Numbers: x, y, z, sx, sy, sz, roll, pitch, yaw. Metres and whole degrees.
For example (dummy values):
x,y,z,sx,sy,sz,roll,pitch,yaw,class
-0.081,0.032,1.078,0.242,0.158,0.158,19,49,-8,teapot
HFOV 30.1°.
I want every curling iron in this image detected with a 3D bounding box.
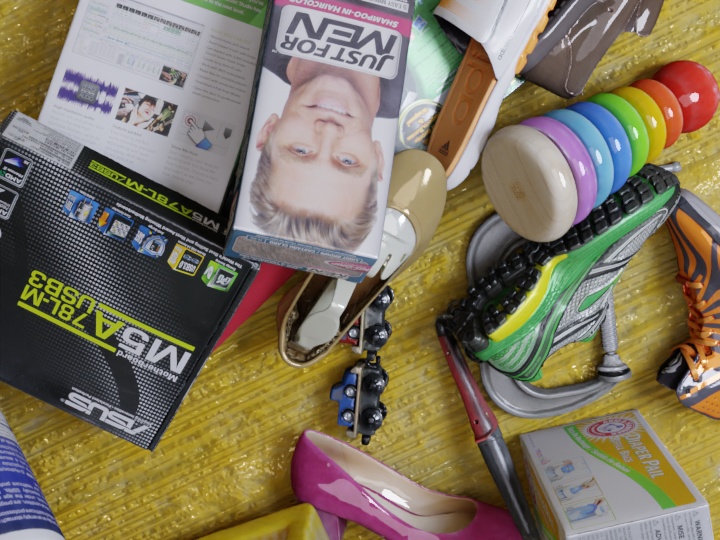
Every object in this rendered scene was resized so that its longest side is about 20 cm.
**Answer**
x,y,z,sx,sy,sz,roll,pitch,yaw,class
0.101,0.121,1.044,0.025,0.049,0.201,-17,91,-29,curling iron

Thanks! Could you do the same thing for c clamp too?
x,y,z,sx,sy,sz,roll,pitch,yaw,class
0.168,0.020,1.047,0.169,0.027,0.202,-3,104,-2,c clamp

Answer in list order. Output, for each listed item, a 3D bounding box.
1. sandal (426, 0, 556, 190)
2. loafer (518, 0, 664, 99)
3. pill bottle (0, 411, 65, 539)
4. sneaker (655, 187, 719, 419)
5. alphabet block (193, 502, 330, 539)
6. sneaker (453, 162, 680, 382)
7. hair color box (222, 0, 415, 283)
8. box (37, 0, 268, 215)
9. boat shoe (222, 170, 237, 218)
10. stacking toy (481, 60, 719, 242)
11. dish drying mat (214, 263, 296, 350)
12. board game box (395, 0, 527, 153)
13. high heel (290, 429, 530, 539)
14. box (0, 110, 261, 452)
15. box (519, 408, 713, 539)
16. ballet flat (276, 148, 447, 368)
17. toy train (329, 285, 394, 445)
x,y,z,sx,sy,sz,roll,pitch,yaw,class
0.078,-0.158,0.938,0.059,0.079,0.208,18,98,-28,sandal
0.189,-0.205,0.970,0.200,0.073,0.071,-45,113,6,loafer
-0.281,0.204,0.979,0.120,0.120,0.200,-41,60,8,pill bottle
0.265,0.040,1.030,0.112,0.078,0.200,-36,103,6,sneaker
-0.091,0.330,1.012,0.194,0.197,0.201,-22,109,11,alphabet block
0.163,-0.001,1.005,0.200,0.078,0.085,-44,121,8,sneaker
-0.026,-0.102,0.903,0.099,0.061,0.201,11,72,-10,hair color box
-0.142,-0.137,0.958,0.143,0.036,0.201,19,86,-5,box
-0.156,-0.011,1.003,0.199,0.073,0.063,-32,101,1,boat shoe
0.185,-0.096,0.962,0.199,0.085,0.086,-27,107,-28,stacking toy
-0.114,0.022,1.012,0.200,0.018,0.077,-44,133,16,dish drying mat
0.029,-0.130,0.989,0.200,0.023,0.105,-38,102,-2,board game box
0.043,0.176,1.063,0.198,0.067,0.097,6,115,10,high heel
-0.194,0.013,0.945,0.199,0.048,0.194,28,119,-11,box
0.192,0.195,1.004,0.101,0.200,0.113,-12,103,0,box
0.000,0.000,0.969,0.068,0.063,0.200,28,125,-10,ballet flat
0.001,0.038,1.040,0.045,0.034,0.202,5,102,8,toy train
